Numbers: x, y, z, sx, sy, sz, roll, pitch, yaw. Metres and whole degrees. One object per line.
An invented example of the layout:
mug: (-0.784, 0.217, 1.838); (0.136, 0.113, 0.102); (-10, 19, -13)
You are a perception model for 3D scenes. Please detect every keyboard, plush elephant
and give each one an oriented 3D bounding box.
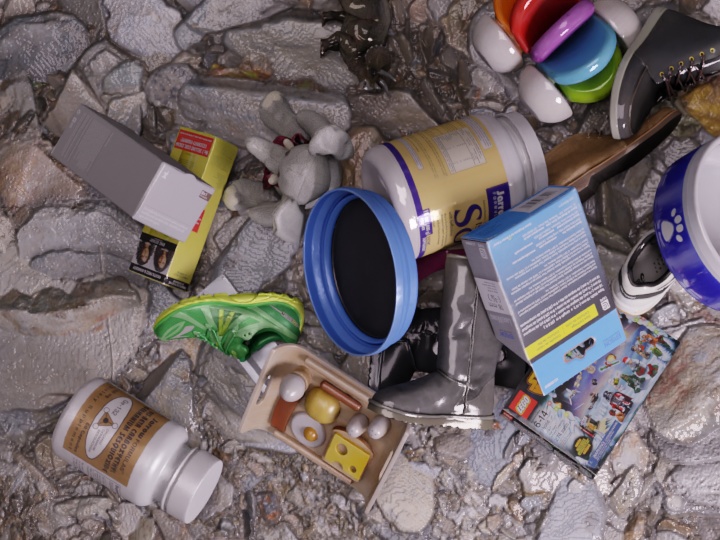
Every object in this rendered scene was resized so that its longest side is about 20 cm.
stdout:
keyboard: (-0.141, 0.098, 1.729); (0.056, 0.011, 0.201); (-38, 79, -2)
plush elephant: (-0.084, -0.126, 1.669); (0.198, 0.155, 0.166); (30, 89, 12)

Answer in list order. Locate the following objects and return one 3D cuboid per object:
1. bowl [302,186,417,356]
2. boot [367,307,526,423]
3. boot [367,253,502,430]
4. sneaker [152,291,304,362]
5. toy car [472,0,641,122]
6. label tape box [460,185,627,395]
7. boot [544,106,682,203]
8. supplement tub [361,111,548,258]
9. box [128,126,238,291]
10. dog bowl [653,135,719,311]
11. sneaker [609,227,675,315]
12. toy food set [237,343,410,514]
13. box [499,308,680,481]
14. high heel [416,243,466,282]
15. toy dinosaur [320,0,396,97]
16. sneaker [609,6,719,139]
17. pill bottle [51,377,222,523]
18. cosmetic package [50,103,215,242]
bowl: (0.000, 0.000, 1.585); (0.039, 0.200, 0.204); (-11, 79, -33)
boot: (0.109, 0.127, 1.661); (0.197, 0.066, 0.168); (5, 97, 0)
boot: (0.101, 0.081, 1.579); (0.179, 0.072, 0.203); (6, 97, -27)
sneaker: (-0.169, 0.074, 1.693); (0.197, 0.074, 0.085); (-5, 76, 4)
toy car: (0.242, -0.298, 1.637); (0.175, 0.150, 0.201); (-41, 79, 2)
label tape box: (0.218, 0.022, 1.571); (0.143, 0.063, 0.202); (-29, 107, -24)
boot: (0.305, -0.154, 1.655); (0.199, 0.074, 0.076); (-33, 69, 7)
supplement tub: (0.114, -0.106, 1.621); (0.197, 0.145, 0.147); (-19, 80, -13)
box: (-0.230, -0.080, 1.732); (0.075, 0.050, 0.203); (19, 87, 36)
dog bowl: (0.443, -0.056, 1.560); (0.197, 0.079, 0.203); (9, 70, -26)
sneaker: (0.381, -0.032, 1.603); (0.075, 0.088, 0.201); (36, 75, 14)
toy food set: (-0.047, 0.197, 1.640); (0.198, 0.060, 0.145); (32, 122, 12)
box: (0.278, 0.132, 1.612); (0.136, 0.040, 0.201); (33, 73, 11)
high heel: (0.080, 0.003, 1.691); (0.197, 0.068, 0.097); (-5, 116, 3)
toy dinosaur: (-0.001, -0.320, 1.731); (0.101, 0.077, 0.203); (4, 79, -2)
sneaker: (0.376, -0.236, 1.608); (0.105, 0.075, 0.202); (16, 63, 27)
pill bottle: (-0.280, 0.231, 1.683); (0.198, 0.114, 0.115); (29, 89, 11)
cosmetic package: (-0.290, -0.126, 1.691); (0.199, 0.106, 0.091); (38, 96, 39)
